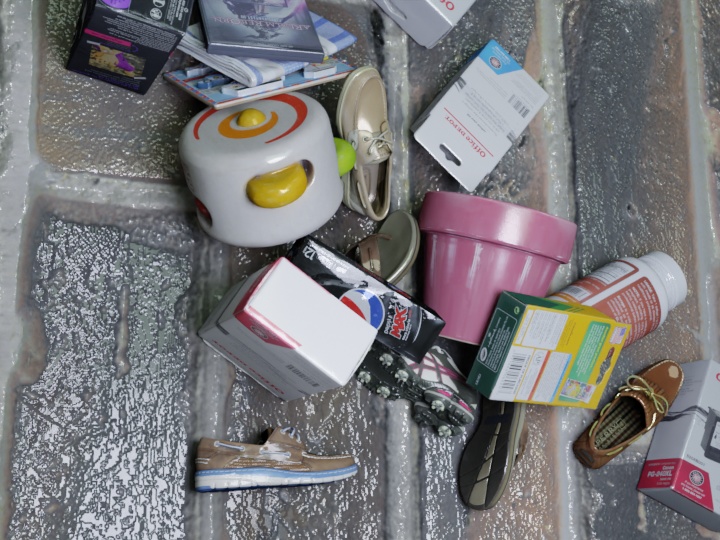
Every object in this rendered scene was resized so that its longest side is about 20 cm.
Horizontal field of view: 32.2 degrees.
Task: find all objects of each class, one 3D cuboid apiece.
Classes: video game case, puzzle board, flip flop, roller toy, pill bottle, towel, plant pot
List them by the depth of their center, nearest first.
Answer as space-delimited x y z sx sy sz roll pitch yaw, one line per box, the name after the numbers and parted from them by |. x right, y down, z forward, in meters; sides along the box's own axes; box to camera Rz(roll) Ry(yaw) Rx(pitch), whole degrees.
-0.119 -0.127 1.479 0.200 0.182 0.140 -57 145 -47 | roller toy
-0.123 -0.247 1.546 0.200 0.151 0.017 -19 120 -26 | puzzle board
-0.132 -0.321 1.552 0.143 0.019 0.200 2 38 -18 | video game case
-0.120 -0.290 1.552 0.147 0.024 0.200 32 42 26 | towel
0.000 0.000 1.565 0.200 0.081 0.058 -48 128 -11 | flip flop
0.159 0.006 1.594 0.200 0.200 0.179 14 89 -20 | plant pot
0.185 0.215 1.613 0.058 0.081 0.200 34 61 -34 | flip flop
0.344 0.050 1.695 0.200 0.112 0.112 -26 89 -25 | pill bottle

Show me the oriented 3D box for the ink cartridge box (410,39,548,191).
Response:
0.151 -0.201 1.692 0.116 0.067 0.200 44 65 -9 | ink cartridge box

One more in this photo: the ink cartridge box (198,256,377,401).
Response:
-0.089 0.074 1.456 0.146 0.200 0.085 39 66 -11 | ink cartridge box

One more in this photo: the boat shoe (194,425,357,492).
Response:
-0.099 0.223 1.491 0.200 0.072 0.072 1 77 -23 | boat shoe

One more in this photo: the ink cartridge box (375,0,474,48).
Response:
0.111 -0.428 1.707 0.145 0.083 0.200 42 66 -10 | ink cartridge box

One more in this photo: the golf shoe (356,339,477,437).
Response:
0.065 0.127 1.593 0.200 0.077 0.088 39 44 -11 | golf shoe

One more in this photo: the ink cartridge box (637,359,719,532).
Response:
0.490 0.242 1.732 0.145 0.083 0.200 29 69 -15 | ink cartridge box

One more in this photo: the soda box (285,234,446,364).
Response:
0.000 0.032 1.498 0.200 0.071 0.063 31 95 -12 | soda box

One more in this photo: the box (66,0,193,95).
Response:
-0.266 -0.306 1.462 0.106 0.200 0.122 16 73 -19 | box

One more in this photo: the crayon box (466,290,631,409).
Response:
0.236 0.102 1.552 0.200 0.052 0.126 11 106 -39 | crayon box

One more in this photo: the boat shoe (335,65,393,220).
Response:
0.014 -0.158 1.566 0.072 0.065 0.200 -20 127 -32 | boat shoe

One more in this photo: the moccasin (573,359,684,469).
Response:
0.371 0.187 1.693 0.201 0.078 0.074 -32 76 -24 | moccasin
